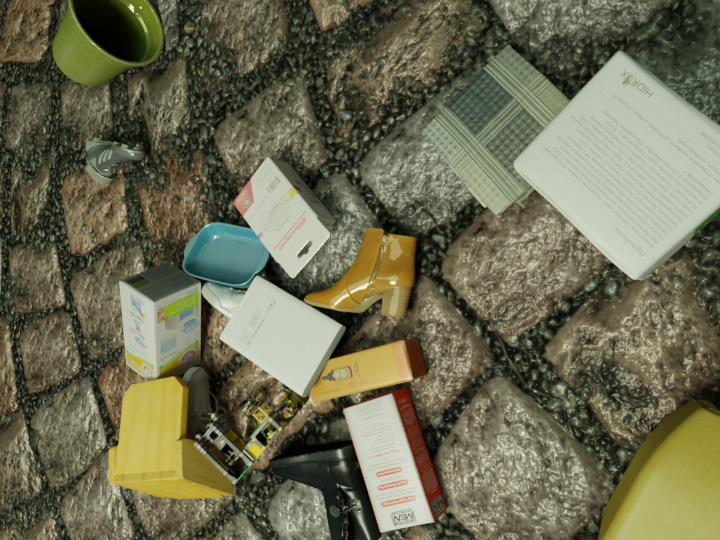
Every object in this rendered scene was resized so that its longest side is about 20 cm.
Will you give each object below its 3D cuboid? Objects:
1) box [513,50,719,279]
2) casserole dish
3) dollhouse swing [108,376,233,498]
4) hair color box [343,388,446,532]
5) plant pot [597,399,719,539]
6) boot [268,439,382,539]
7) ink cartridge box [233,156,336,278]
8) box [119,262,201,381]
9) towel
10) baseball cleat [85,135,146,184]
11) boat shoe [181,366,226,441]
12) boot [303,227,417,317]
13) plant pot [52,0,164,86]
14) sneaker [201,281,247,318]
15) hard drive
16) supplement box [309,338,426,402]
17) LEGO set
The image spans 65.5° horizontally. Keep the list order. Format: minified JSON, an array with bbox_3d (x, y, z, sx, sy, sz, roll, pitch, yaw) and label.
[{"bbox_3d":[0.332,-0.114,0.687,0.171,0.199,0.200,-47,69,20],"label":"box"},{"bbox_3d":[-0.251,-0.026,1.072,0.199,0.039,0.122,12,67,27],"label":"casserole dish"},{"bbox_3d":[-0.350,0.322,1.064,0.199,0.182,0.177,-16,52,29],"label":"dollhouse swing"},{"bbox_3d":[0.054,0.304,0.906,0.101,0.061,0.201,-23,77,26],"label":"hair color box"},{"bbox_3d":[0.413,0.267,0.646,0.195,0.194,0.201,24,95,27],"label":"plant pot"},{"bbox_3d":[-0.063,0.388,0.958,0.199,0.076,0.169,-18,83,31],"label":"boot"},{"bbox_3d":[-0.128,-0.093,1.011,0.117,0.067,0.200,-47,67,20],"label":"ink cartridge box"},{"bbox_3d":[-0.384,0.105,1.086,0.101,0.112,0.201,26,123,27],"label":"box"},{"bbox_3d":[0.218,-0.210,0.852,0.192,0.034,0.200,-43,68,18],"label":"towel"},{"bbox_3d":[-0.545,-0.241,1.250,0.199,0.070,0.107,18,104,37],"label":"baseball cleat"},{"bbox_3d":[-0.308,0.294,1.095,0.086,0.074,0.204,9,96,29],"label":"boat shoe"},{"bbox_3d":[0.000,0.000,0.947,0.200,0.071,0.145,3,84,26],"label":"boot"},{"bbox_3d":[-0.559,-0.495,1.202,0.183,0.200,0.202,-18,80,39],"label":"plant pot"},{"bbox_3d":[-0.210,0.060,1.060,0.199,0.075,0.089,31,90,21],"label":"sneaker"},{"bbox_3d":[-0.137,0.108,0.965,0.199,0.027,0.132,27,83,28],"label":"hard drive"},{"bbox_3d":[0.005,0.167,0.934,0.199,0.069,0.067,-18,79,25],"label":"supplement box"},{"bbox_3d":[-0.199,0.264,0.993,0.116,0.154,0.200,42,116,5],"label":"LEGO set"}]
